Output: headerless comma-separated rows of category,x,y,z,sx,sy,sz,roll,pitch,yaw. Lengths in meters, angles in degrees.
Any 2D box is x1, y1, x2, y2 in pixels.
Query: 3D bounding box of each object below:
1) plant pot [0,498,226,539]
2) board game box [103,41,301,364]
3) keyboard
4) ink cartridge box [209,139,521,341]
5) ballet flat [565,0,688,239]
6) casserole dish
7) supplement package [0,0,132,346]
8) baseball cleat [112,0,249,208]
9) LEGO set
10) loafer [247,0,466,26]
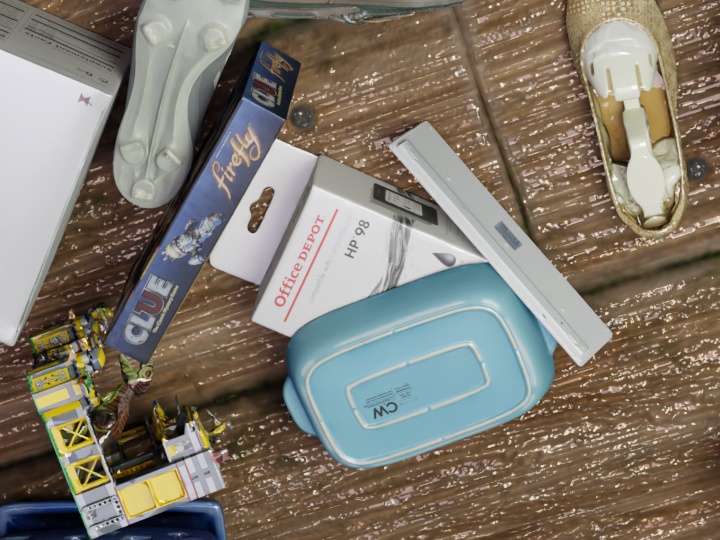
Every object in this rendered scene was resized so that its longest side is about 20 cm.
plant pot,-0.184,0.274,1.680,0.200,0.180,0.200,-2,111,3
board game box,-0.107,-0.048,1.574,0.035,0.136,0.200,28,110,-8
keyboard,0.097,-0.020,1.586,0.200,0.056,0.011,49,120,3
ink cartridge box,0.000,0.000,1.622,0.200,0.067,0.116,23,112,-6
ballet flat,0.187,-0.112,1.570,0.070,0.065,0.200,-16,110,9
casserole dish,0.040,0.072,1.594,0.200,0.039,0.121,-20,110,13
supplement package,-0.267,-0.079,1.583,0.156,0.111,0.200,22,110,-6
baseball cleat,-0.124,-0.144,1.551,0.070,0.106,0.200,20,111,-9
LEGO set,-0.156,0.094,1.611,0.116,0.200,0.154,-21,94,-4
loafer,-0.021,-0.195,1.556,0.200,0.072,0.063,7,131,8
